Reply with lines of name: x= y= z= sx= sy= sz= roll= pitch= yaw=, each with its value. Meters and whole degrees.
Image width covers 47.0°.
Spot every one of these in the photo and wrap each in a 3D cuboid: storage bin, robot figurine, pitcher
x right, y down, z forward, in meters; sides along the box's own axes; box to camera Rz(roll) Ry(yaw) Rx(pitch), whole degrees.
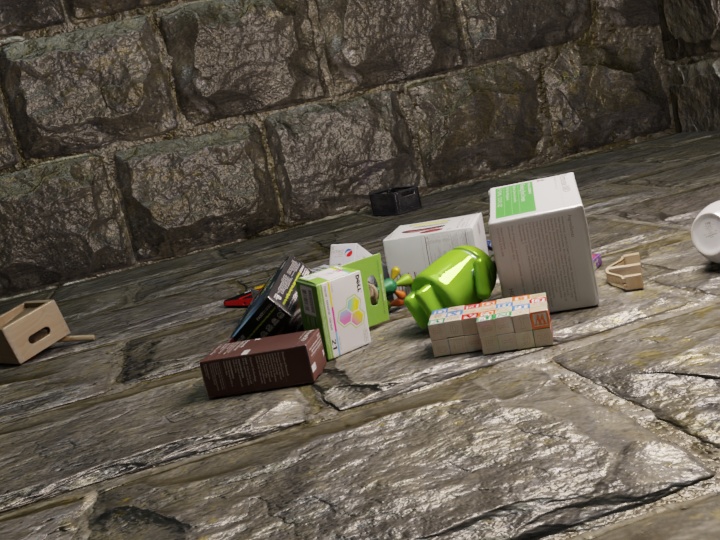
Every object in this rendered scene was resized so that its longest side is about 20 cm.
storage bin: x=0.143 y=-0.287 z=3.419 sx=0.135 sy=0.094 sz=0.200 roll=-19 pitch=11 yaw=-30
robot figurine: x=0.177 y=0.028 z=1.567 sx=0.200 sy=0.116 sz=0.175 roll=-36 pitch=1 yaw=-32
pitcher: x=0.703 y=-0.068 z=1.565 sx=0.199 sy=0.122 sz=0.171 roll=-7 pitch=-15 yaw=-31

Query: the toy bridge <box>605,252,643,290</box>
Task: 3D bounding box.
toy bridge: x=0.512 y=0.002 z=1.608 sx=0.067 sy=0.027 sz=0.200 roll=-10 pitch=10 yaw=19

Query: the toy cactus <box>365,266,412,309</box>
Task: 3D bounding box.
toy cactus: x=0.017 y=0.044 z=1.721 sx=0.199 sy=0.103 sz=0.165 roll=-14 pitch=-9 yaw=2

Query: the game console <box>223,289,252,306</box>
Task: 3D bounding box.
game console: x=-0.245 y=0.059 z=2.228 sx=0.176 sy=0.031 sz=0.200 roll=-9 pitch=9 yaw=45

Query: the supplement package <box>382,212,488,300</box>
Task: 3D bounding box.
supplement package: x=0.176 y=-0.031 z=1.856 sx=0.199 sy=0.148 sz=0.191 roll=-8 pitch=11 yaw=16

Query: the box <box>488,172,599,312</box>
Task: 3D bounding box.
box: x=0.336 y=-0.048 z=1.538 sx=0.170 sy=0.201 sz=0.199 roll=-10 pitch=22 yaw=13

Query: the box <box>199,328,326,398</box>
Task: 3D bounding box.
box: x=-0.169 y=0.162 z=1.451 sx=0.199 sy=0.075 sz=0.100 roll=-9 pitch=11 yaw=11

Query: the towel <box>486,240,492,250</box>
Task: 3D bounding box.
towel: x=0.366 y=-0.053 z=1.933 sx=0.144 sy=0.024 sz=0.200 roll=13 pitch=-2 yaw=-30

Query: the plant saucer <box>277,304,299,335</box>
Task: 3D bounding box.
plant saucer: x=-0.126 y=0.071 z=1.766 sx=0.200 sy=0.035 sz=0.200 roll=-36 pitch=14 yaw=10

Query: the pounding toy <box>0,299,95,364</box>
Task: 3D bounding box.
pounding toy: x=-0.840 y=0.165 z=2.147 sx=0.184 sy=0.143 sz=0.200 roll=-4 pitch=24 yaw=43

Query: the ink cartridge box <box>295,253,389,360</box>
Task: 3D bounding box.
ink cartridge box: x=-0.012 y=0.062 z=1.566 sx=0.199 sy=0.149 sz=0.076 roll=-19 pitch=18 yaw=-33

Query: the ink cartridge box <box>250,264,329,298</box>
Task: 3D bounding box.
ink cartridge box: x=-0.149 y=0.054 z=1.966 sx=0.199 sy=0.084 sz=0.175 roll=-18 pitch=11 yaw=-23

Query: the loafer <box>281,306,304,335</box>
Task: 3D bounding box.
loafer: x=-0.081 y=0.096 z=1.604 sx=0.071 sy=0.073 sz=0.200 roll=17 pitch=48 yaw=28

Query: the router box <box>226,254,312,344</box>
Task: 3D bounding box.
router box: x=-0.178 y=0.075 z=1.628 sx=0.150 sy=0.062 sz=0.200 roll=-47 pitch=11 yaw=24

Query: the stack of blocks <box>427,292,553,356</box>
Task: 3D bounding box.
stack of blocks: x=0.217 y=0.094 z=1.384 sx=0.199 sy=0.059 sz=0.115 roll=-10 pitch=11 yaw=14

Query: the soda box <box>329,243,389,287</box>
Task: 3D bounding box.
soda box: x=0.000 y=0.000 z=1.867 sx=0.063 sy=0.068 sz=0.200 roll=-3 pitch=-17 yaw=25

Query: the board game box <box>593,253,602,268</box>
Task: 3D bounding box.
board game box: x=0.413 y=0.006 z=1.716 sx=0.120 sy=0.032 sz=0.200 roll=-1 pitch=15 yaw=33
